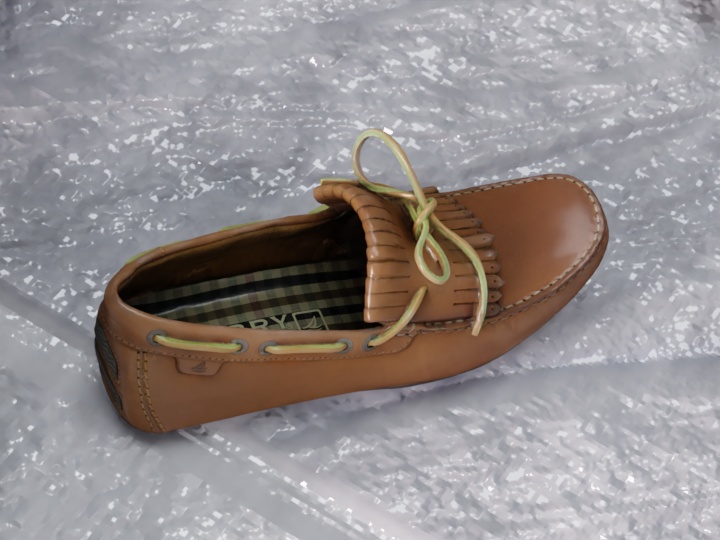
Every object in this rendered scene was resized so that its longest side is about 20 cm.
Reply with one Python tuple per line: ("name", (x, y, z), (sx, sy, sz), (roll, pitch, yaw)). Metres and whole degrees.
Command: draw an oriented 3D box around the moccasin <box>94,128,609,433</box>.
("moccasin", (0.000, -0.001, 0.847), (0.200, 0.078, 0.074), (-9, 53, -16))
